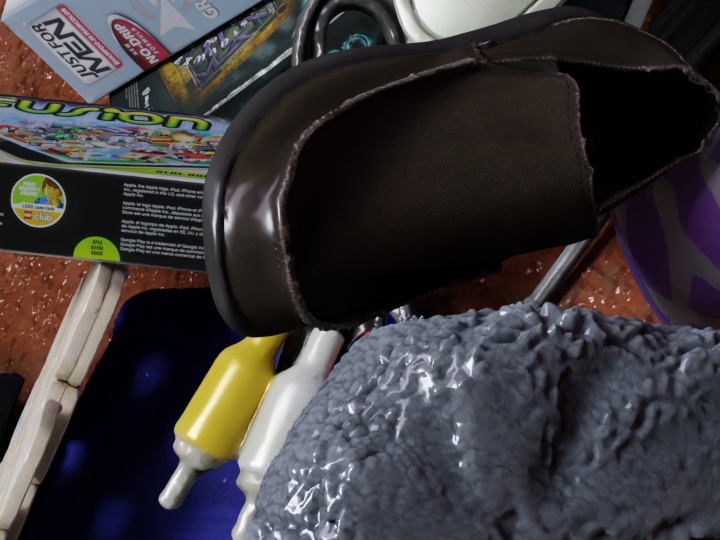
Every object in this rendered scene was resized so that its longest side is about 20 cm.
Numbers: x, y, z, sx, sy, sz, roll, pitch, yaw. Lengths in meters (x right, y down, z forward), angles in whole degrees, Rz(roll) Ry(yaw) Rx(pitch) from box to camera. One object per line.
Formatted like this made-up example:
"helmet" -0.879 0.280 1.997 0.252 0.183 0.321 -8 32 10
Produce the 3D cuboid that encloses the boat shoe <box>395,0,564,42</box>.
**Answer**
"boat shoe" 0.070 -0.157 0.871 0.074 0.066 0.201 16 84 14

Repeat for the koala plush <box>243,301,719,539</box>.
"koala plush" 0.038 0.086 0.778 0.200 0.182 0.179 177 105 -75

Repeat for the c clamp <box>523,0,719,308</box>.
"c clamp" 0.075 -0.093 0.997 0.171 0.027 0.200 -47 38 4

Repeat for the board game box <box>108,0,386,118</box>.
"board game box" -0.054 -0.124 1.132 0.135 0.028 0.201 -35 33 18

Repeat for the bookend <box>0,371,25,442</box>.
"bookend" -0.266 0.088 1.028 0.092 0.200 0.200 -13 50 47

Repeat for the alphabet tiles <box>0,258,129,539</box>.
"alphabet tiles" -0.130 0.082 0.972 0.196 0.015 0.201 -96 29 -74

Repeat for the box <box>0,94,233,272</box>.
"box" -0.090 -0.033 0.969 0.110 0.198 0.035 -80 -4 -74

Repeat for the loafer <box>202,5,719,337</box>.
"loafer" 0.035 -0.035 0.753 0.071 0.074 0.199 7 27 43

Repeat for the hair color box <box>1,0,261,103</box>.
"hair color box" -0.055 -0.163 1.093 0.199 0.061 0.099 -28 35 28

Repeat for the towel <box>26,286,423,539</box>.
"towel" -0.060 0.099 0.954 0.147 0.050 0.201 -2 57 36

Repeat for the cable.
"cable" 0.000 0.000 0.885 0.050 0.096 0.202 13 -89 -89

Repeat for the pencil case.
"pencil case" 0.176 -0.034 0.808 0.199 0.086 0.084 -18 10 34

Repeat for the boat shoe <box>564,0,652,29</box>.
"boat shoe" 0.077 -0.114 0.929 0.075 0.066 0.200 118 174 -71
